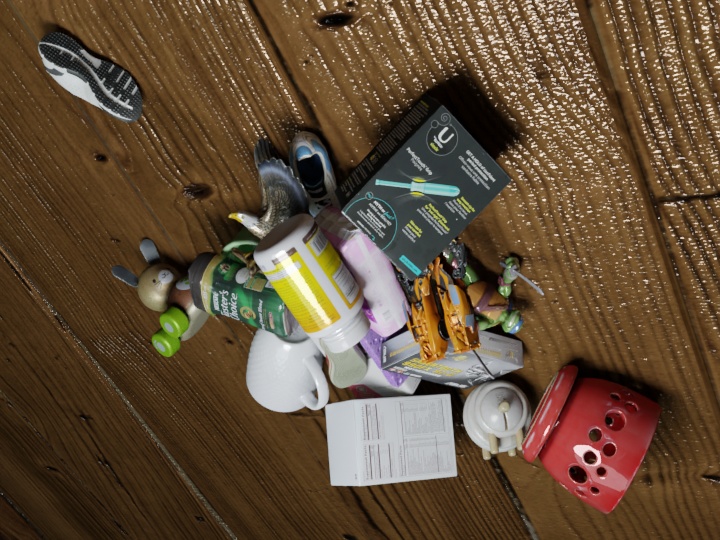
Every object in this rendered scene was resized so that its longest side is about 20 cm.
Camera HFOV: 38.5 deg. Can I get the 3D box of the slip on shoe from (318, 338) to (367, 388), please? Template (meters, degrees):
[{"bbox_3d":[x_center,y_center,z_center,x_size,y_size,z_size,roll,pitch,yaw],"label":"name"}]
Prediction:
[{"bbox_3d":[-0.035,0.143,1.826,0.073,0.062,0.201,-22,141,-1],"label":"slip on shoe"}]

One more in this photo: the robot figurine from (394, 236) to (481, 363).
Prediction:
[{"bbox_3d":[0.111,0.031,1.562,0.144,0.058,0.204,-22,82,43],"label":"robot figurine"}]

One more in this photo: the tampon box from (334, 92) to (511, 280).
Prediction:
[{"bbox_3d":[0.084,-0.120,1.456,0.200,0.126,0.150,-45,107,7],"label":"tampon box"}]

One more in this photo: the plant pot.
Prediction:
[{"bbox_3d":[0.377,0.272,1.715,0.180,0.202,0.202,27,143,8],"label":"plant pot"}]

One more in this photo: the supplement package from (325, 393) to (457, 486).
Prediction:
[{"bbox_3d":[0.055,0.314,1.915,0.196,0.154,0.151,-1,170,-23],"label":"supplement package"}]

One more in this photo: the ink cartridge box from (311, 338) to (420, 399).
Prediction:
[{"bbox_3d":[0.010,0.138,1.902,0.144,0.085,0.201,-11,125,40],"label":"ink cartridge box"}]

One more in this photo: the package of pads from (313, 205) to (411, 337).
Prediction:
[{"bbox_3d":[0.000,0.000,1.651,0.120,0.075,0.202,32,155,52],"label":"package of pads"}]

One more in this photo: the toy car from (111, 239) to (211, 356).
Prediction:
[{"bbox_3d":[-0.375,0.029,1.991,0.200,0.164,0.158,42,143,5],"label":"toy car"}]

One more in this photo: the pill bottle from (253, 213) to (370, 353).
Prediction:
[{"bbox_3d":[-0.067,0.023,1.561,0.108,0.110,0.202,-16,115,43],"label":"pill bottle"}]

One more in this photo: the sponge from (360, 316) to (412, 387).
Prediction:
[{"bbox_3d":[0.044,0.097,1.809,0.030,0.112,0.201,8,140,52],"label":"sponge"}]

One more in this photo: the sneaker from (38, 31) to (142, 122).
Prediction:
[{"bbox_3d":[-0.448,-0.316,1.727,0.199,0.074,0.080,38,156,-3],"label":"sneaker"}]

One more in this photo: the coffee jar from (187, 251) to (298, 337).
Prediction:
[{"bbox_3d":[-0.198,0.039,1.766,0.196,0.086,0.105,16,140,19],"label":"coffee jar"}]

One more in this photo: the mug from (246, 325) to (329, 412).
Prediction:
[{"bbox_3d":[-0.125,0.177,1.963,0.200,0.146,0.177,48,146,26],"label":"mug"}]

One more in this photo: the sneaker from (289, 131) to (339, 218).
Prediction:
[{"bbox_3d":[-0.066,-0.127,1.662,0.070,0.073,0.202,-12,128,14],"label":"sneaker"}]

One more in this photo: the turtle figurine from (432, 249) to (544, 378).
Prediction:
[{"bbox_3d":[0.182,0.031,1.623,0.192,0.200,0.145,33,112,4],"label":"turtle figurine"}]

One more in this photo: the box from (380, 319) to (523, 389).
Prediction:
[{"bbox_3d":[0.157,0.146,1.771,0.197,0.049,0.158,16,152,-32],"label":"box"}]

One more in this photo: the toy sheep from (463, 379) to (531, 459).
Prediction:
[{"bbox_3d":[0.245,0.260,1.833,0.136,0.140,0.200,28,162,3],"label":"toy sheep"}]

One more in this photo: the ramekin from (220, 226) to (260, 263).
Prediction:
[{"bbox_3d":[-0.143,-0.009,1.828,0.196,0.098,0.202,18,140,15],"label":"ramekin"}]

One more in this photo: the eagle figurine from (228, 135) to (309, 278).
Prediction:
[{"bbox_3d":[-0.141,-0.091,1.643,0.150,0.150,0.203,27,103,21],"label":"eagle figurine"}]

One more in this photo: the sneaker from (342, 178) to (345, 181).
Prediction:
[{"bbox_3d":[0.065,-0.112,1.612,0.196,0.074,0.082,19,132,6],"label":"sneaker"}]
